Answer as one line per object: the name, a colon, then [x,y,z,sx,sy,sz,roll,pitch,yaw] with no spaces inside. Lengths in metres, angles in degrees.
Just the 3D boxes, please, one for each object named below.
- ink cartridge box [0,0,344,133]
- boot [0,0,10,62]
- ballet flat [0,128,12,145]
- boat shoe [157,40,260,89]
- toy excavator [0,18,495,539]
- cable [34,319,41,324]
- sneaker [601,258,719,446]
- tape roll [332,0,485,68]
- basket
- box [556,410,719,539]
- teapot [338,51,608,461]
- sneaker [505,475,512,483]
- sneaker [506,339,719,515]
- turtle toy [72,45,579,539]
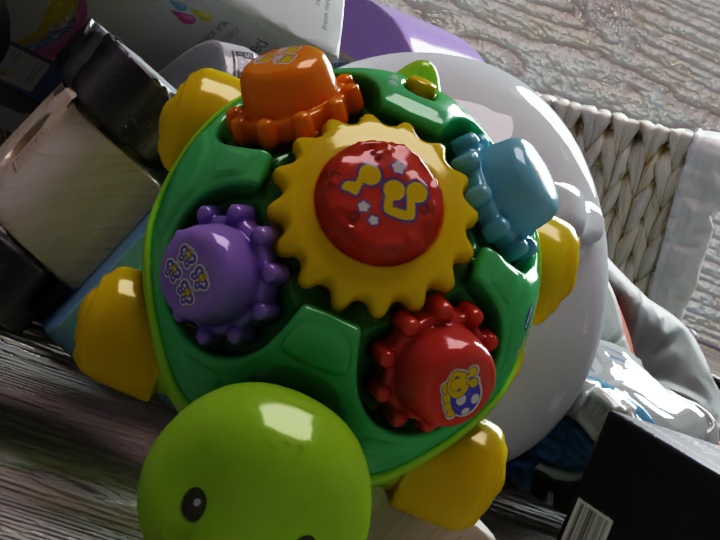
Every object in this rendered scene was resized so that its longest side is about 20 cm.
ink cartridge box: [-0.125,-0.129,1.072,0.199,0.088,0.145,27,-40,-28]
boot: [-0.253,-0.078,0.959,0.197,0.074,0.163,15,35,19]
ballet flat: [-0.122,-0.019,1.184,0.075,0.068,0.200,22,-13,37]
boat shoe: [-0.083,-0.038,1.046,0.056,0.069,0.200,18,-22,-30]
toy excavator: [-0.047,0.020,0.893,0.200,0.100,0.194,42,1,-16]
cable: [-0.185,0.007,1.109,0.097,0.051,0.200,12,-11,17]
sneaker: [0.124,0.044,1.221,0.201,0.077,0.082,58,34,-4]
tape roll: [-0.012,-0.043,1.363,0.065,0.201,0.200,17,5,-38]
basket: [0.108,-0.001,1.440,0.160,0.201,0.198,19,3,5]
box: [0.173,0.126,0.931,0.141,0.079,0.200,22,3,-20]
teapot: [0.000,0.000,1.071,0.146,0.201,0.197,-3,36,-40]
sneaker: [0.096,0.087,1.257,0.199,0.075,0.088,13,24,-16]
sneaker: [0.080,0.054,1.158,0.086,0.075,0.200,-7,27,-40]
turtle toy: [-0.010,0.016,0.774,0.145,0.201,0.101,22,-25,-3]
